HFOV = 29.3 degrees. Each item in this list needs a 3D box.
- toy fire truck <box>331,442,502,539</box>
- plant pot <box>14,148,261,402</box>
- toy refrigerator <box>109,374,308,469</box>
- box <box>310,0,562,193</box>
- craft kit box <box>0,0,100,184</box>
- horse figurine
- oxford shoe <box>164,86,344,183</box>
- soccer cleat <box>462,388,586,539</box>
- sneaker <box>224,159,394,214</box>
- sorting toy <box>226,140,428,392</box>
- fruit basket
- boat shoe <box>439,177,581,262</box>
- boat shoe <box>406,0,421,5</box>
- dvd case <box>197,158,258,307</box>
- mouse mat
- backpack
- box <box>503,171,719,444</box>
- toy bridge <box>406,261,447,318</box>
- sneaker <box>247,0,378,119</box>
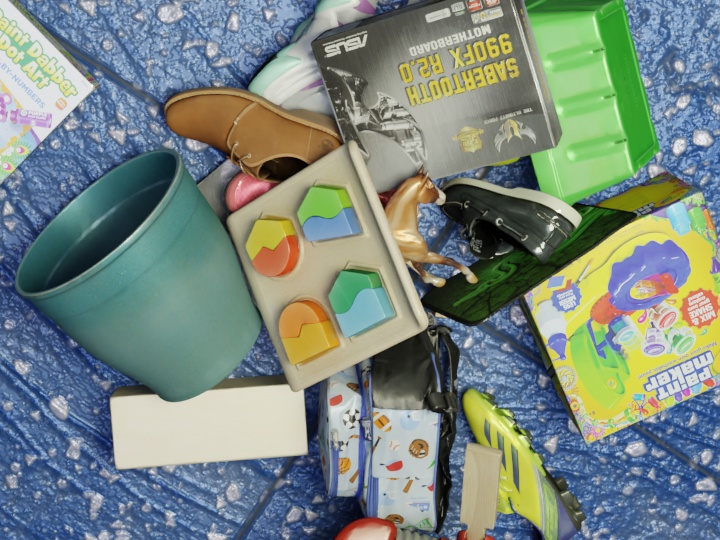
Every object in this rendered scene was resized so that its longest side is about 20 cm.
[{"bbox_3d":[0.058,0.263,1.297,0.174,0.129,0.202,17,72,-2],"label":"toy fire truck"},{"bbox_3d":[-0.199,0.018,1.342,0.199,0.200,0.188,-36,116,5],"label":"plant pot"},{"bbox_3d":[-0.155,0.155,1.430,0.197,0.070,0.077,-5,96,-3],"label":"toy refrigerator"},{"bbox_3d":[0.071,-0.170,1.279,0.198,0.048,0.160,-12,107,23],"label":"box"},{"bbox_3d":[-0.396,-0.184,1.355,0.198,0.049,0.200,-45,101,4],"label":"craft kit box"},{"bbox_3d":[0.016,-0.004,1.334,0.199,0.050,0.133,-27,131,22],"label":"horse figurine"},{"bbox_3d":[-0.109,-0.127,1.342,0.198,0.072,0.072,14,57,16],"label":"oxford shoe"},{"bbox_3d":[0.160,0.216,1.463,0.083,0.065,0.201,-35,102,7],"label":"soccer cleat"},{"bbox_3d":[-0.036,-0.071,1.362,0.197,0.087,0.075,4,100,-5],"label":"sneaker"},{"bbox_3d":[-0.041,0.001,1.293,0.199,0.036,0.187,-29,80,41],"label":"sorting toy"},{"bbox_3d":[0.170,-0.161,1.354,0.213,0.155,0.218,11,114,25],"label":"fruit basket"},{"bbox_3d":[0.131,-0.042,1.338,0.074,0.199,0.067,35,79,-35],"label":"boat shoe"},{"bbox_3d":[0.075,-0.227,1.337,0.070,0.063,0.202,19,91,-52],"label":"boat shoe"},{"bbox_3d":[-0.076,-0.037,1.419,0.148,0.016,0.200,-39,102,4],"label":"dvd case"},{"bbox_3d":[0.160,-0.010,1.345,0.199,0.161,0.008,-32,105,-12],"label":"mouse mat"},{"bbox_3d":[0.030,0.167,1.388,0.152,0.200,0.193,-5,110,5],"label":"backpack"},{"bbox_3d":[0.273,0.035,1.402,0.198,0.122,0.194,-25,104,2],"label":"box"},{"bbox_3d":[0.000,0.000,1.409,0.197,0.027,0.068,10,102,-7],"label":"toy bridge"},{"bbox_3d":[-0.002,-0.206,1.362,0.140,0.078,0.200,41,106,-12],"label":"sneaker"}]
